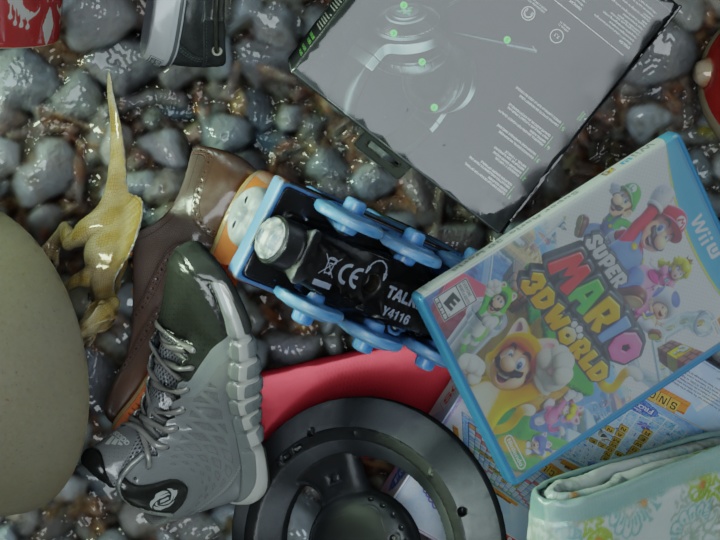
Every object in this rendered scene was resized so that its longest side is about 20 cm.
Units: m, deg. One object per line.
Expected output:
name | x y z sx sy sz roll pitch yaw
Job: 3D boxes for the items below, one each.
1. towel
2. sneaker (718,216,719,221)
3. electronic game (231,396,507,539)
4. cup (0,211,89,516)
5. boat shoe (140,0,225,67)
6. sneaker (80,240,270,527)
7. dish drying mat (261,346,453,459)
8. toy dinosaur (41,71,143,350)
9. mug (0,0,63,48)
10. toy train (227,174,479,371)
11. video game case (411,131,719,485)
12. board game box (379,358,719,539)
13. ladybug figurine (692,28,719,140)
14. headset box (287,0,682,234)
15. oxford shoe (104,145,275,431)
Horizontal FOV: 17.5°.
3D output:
towel | 0.186 0.201 1.502 0.199 0.048 0.172 -12 108 -34
sneaker | 0.232 -0.019 1.545 0.199 0.075 0.107 17 93 -15
electronic game | 0.004 0.182 1.522 0.199 0.042 0.201 1 91 27
cup | -0.285 0.069 1.436 0.143 0.200 0.201 -15 104 -44
boat shoe | -0.097 -0.227 1.492 0.056 0.069 0.201 9 104 -13
sneaker | -0.123 0.084 1.461 0.115 0.075 0.201 -22 126 -20
dish drying mat | -0.007 0.091 1.570 0.199 0.018 0.077 -13 104 -3
toy dinosaur | -0.164 -0.021 1.509 0.058 0.201 0.101 20 140 -25
mug | -0.248 -0.250 1.465 0.133 0.177 0.201 -7 107 -39
toy train | 0.000 0.000 1.476 0.200 0.114 0.087 21 96 -39
video game case | 0.145 0.024 1.467 0.200 0.018 0.143 -32 110 -13
board game box | 0.147 0.122 1.563 0.200 0.041 0.200 31 98 -12
ladybug figurine | 0.316 -0.120 1.519 0.199 0.072 0.136 2 87 -5
headset box | 0.072 -0.146 1.498 0.174 0.093 0.200 36 96 -9
oxford shoe | -0.123 0.013 1.535 0.073 0.071 0.200 30 94 14
